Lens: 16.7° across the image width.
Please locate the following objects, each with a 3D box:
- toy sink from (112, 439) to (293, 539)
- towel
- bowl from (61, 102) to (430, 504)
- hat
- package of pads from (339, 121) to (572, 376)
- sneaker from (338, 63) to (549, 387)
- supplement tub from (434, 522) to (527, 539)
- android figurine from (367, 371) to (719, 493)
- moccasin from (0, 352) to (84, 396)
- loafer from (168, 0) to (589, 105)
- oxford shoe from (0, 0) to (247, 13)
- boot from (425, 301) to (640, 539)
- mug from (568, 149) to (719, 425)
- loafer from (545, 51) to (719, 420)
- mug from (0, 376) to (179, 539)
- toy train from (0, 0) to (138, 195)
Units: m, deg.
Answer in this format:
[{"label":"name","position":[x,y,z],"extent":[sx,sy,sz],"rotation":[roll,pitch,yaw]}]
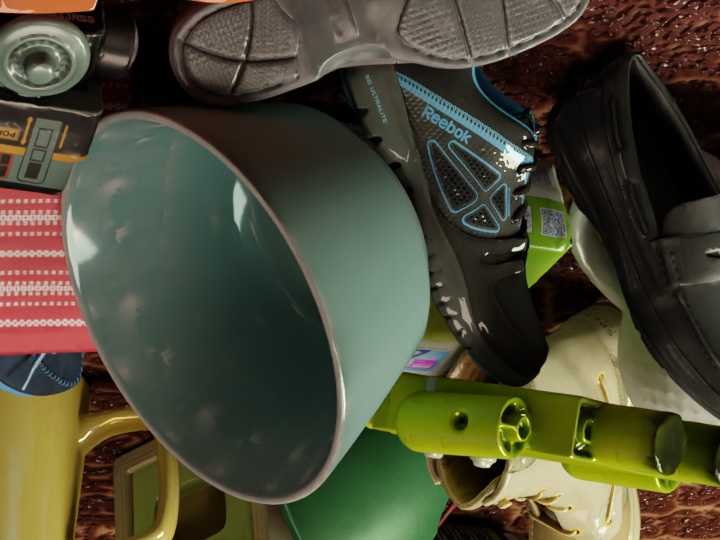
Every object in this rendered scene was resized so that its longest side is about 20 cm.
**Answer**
[{"label":"toy sink","position":[-0.073,0.198,1.525],"extent":[0.130,0.201,0.112],"rotation":[-26,144,31]},{"label":"towel","position":[-0.186,-0.037,1.216],"extent":[0.144,0.023,0.201],"rotation":[-2,126,-12]},{"label":"bowl","position":[-0.042,0.000,1.180],"extent":[0.105,0.201,0.201],"rotation":[-28,165,-36]},{"label":"hat","position":[0.055,0.098,1.458],"extent":[0.175,0.200,0.166],"rotation":[-27,112,15]},{"label":"package of pads","position":[0.000,0.000,1.338],"extent":[0.154,0.069,0.200],"rotation":[9,145,-25]},{"label":"sneaker","position":[0.059,-0.036,1.205],"extent":[0.082,0.073,0.201],"rotation":[-22,108,5]},{"label":"supplement tub","position":[0.047,0.233,1.680],"extent":[0.199,0.123,0.123],"rotation":[9,146,-23]},{"label":"android figurine","position":[0.089,0.083,1.253],"extent":[0.199,0.041,0.182],"rotation":[4,173,36]},{"label":"moccasin","position":[-0.184,0.009,1.307],"extent":[0.068,0.081,0.200],"rotation":[-11,150,12]},{"label":"loafer","position":[0.006,-0.128,1.144],"extent":[0.199,0.063,0.072],"rotation":[-12,112,-4]},{"label":"oxford shoe","position":[-0.083,-0.157,1.061],"extent":[0.199,0.071,0.073],"rotation":[-10,114,-26]},{"label":"boot","position":[0.100,0.127,1.420],"extent":[0.073,0.201,0.155],"rotation":[18,-161,34]},{"label":"mug","position":[0.204,0.007,1.333],"extent":[0.200,0.148,0.175],"rotation":[37,139,-7]},{"label":"loafer","position":[0.162,-0.015,1.223],"extent":[0.068,0.201,0.070],"rotation":[-16,162,-40]},{"label":"mug","position":[-0.218,0.136,1.443],"extent":[0.186,0.154,0.149],"rotation":[-26,143,30]},{"label":"toy train","position":[-0.203,-0.097,1.107],"extent":[0.199,0.086,0.114],"rotation":[7,133,-19]}]
